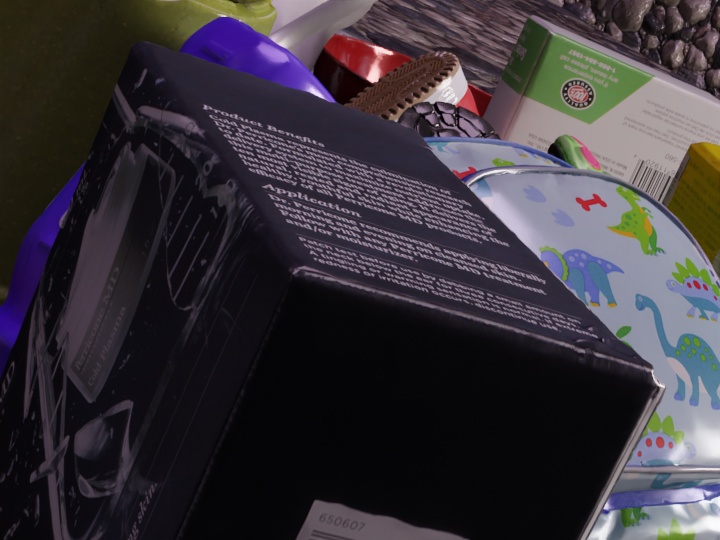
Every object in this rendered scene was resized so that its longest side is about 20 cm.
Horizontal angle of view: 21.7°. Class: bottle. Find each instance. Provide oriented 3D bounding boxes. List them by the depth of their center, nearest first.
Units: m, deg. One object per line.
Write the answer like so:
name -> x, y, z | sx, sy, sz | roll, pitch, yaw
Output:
bottle -> -0.087, 0.000, 0.720 | 0.065, 0.200, 0.084 | 34, -8, 38

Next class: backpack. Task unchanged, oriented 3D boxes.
backpack -> 0.061, 0.038, 0.761 | 0.183, 0.147, 0.200 | 2, 53, -34

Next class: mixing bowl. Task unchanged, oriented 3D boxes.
mixing bowl -> 0.038, -0.083, 1.377 | 0.200, 0.109, 0.200 | 24, 16, -7

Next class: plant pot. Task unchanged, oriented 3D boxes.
plant pot -> -0.135, -0.072, 0.816 | 0.200, 0.190, 0.200 | 31, 21, -13

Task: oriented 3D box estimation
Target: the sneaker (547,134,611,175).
sneaker -> 0.089, -0.011, 1.001 | 0.077, 0.084, 0.200 | 48, -19, 1

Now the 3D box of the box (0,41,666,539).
box -> -0.034, 0.061, 0.595 | 0.124, 0.200, 0.197 | 17, 17, -24

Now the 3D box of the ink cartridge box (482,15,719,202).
ink cartridge box -> 0.138, -0.044, 1.233 | 0.146, 0.200, 0.084 | 22, 12, -12

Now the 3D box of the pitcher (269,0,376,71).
pitcher -> -0.068, -0.153, 1.241 | 0.171, 0.200, 0.121 | -6, -58, 55

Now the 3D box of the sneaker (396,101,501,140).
sneaker -> 0.054, 0.019, 0.927 | 0.076, 0.088, 0.200 | 3, 51, -24

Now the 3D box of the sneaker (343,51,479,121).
sneaker -> -0.003, -0.034, 1.138 | 0.113, 0.200, 0.071 | 62, -11, -30

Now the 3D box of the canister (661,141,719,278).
canister -> 0.173, 0.048, 0.966 | 0.086, 0.200, 0.149 | 20, 16, -14
